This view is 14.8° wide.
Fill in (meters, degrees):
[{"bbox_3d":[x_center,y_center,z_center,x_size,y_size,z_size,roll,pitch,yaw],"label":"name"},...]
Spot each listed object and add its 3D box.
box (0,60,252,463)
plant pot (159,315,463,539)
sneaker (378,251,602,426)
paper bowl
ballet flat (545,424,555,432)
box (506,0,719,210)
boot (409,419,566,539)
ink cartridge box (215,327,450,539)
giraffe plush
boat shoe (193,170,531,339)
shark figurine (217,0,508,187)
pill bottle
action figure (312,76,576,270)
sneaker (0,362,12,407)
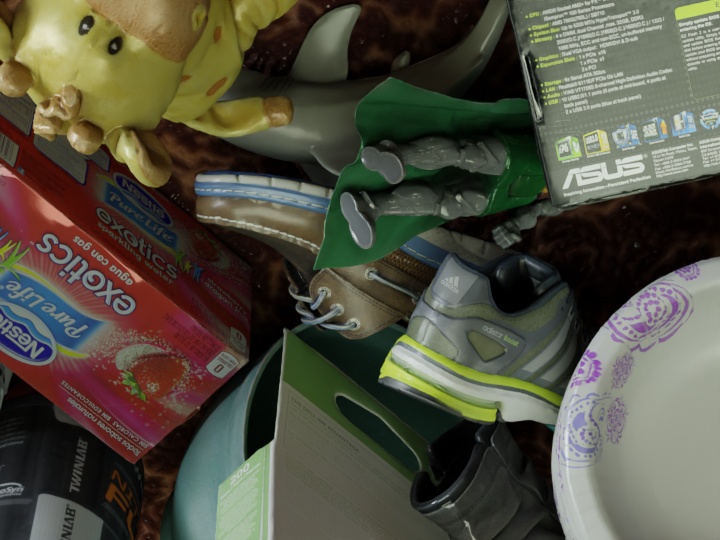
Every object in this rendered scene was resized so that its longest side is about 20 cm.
[{"bbox_3d":[-0.159,-0.006,1.465,0.200,0.100,0.095,40,113,-21],"label":"box"},{"bbox_3d":[-0.026,0.139,1.515,0.200,0.200,0.134,40,136,-21],"label":"plant pot"},{"bbox_3d":[0.095,0.035,1.450,0.200,0.074,0.081,3,112,-53],"label":"sneaker"},{"bbox_3d":[0.197,0.098,1.407,0.200,0.104,0.201,0,79,-2],"label":"paper bowl"},{"bbox_3d":[0.188,0.112,1.564,0.200,0.069,0.071,40,95,-25],"label":"ballet flat"},{"bbox_3d":[0.167,-0.143,1.328,0.200,0.048,0.193,-13,98,6],"label":"box"},{"bbox_3d":[0.096,0.126,1.474,0.070,0.200,0.132,-32,94,17],"label":"boot"},{"bbox_3d":[-0.005,0.136,1.407,0.146,0.200,0.048,40,113,-21],"label":"ink cartridge box"},{"bbox_3d":[-0.112,-0.127,1.331,0.172,0.162,0.200,17,114,12],"label":"giraffe plush"},{"bbox_3d":[0.000,0.000,1.457,0.200,0.072,0.072,17,88,-22],"label":"boat shoe"},{"bbox_3d":[0.014,-0.088,1.426,0.214,0.090,0.128,-24,119,16],"label":"shark figurine"},{"bbox_3d":[-0.172,0.136,1.492,0.106,0.200,0.106,1,122,1],"label":"pill bottle"},{"bbox_3d":[0.077,-0.052,1.419,0.200,0.055,0.118,-10,138,-39],"label":"action figure"},{"bbox_3d":[-0.273,0.071,1.502,0.200,0.115,0.075,-19,119,11],"label":"sneaker"}]
